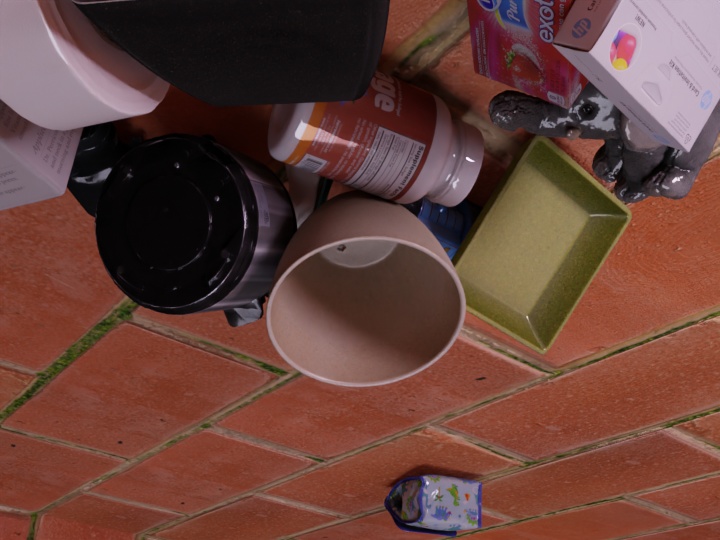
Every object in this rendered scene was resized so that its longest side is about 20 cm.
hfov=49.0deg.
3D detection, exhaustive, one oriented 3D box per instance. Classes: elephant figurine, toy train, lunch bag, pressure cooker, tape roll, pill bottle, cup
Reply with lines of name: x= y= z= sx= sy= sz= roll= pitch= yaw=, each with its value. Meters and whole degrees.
elephant figurine: x=0.234 y=-0.152 z=0.697 sx=0.140 sy=0.158 sz=0.199 roll=13 pitch=167 yaw=45
toy train: x=0.080 y=-0.042 z=0.945 sx=0.198 sy=0.088 sz=0.114 roll=23 pitch=134 yaw=-26
lunch bag: x=0.167 y=0.551 z=1.852 sx=0.167 sy=0.130 sz=0.200 roll=13 pitch=160 yaw=-20
pressure cooker: x=-0.157 y=-0.041 z=0.828 sx=0.176 sy=0.178 sz=0.200 roll=27 pitch=-174 yaw=11
tape roll: x=-0.214 y=-0.211 z=0.581 sx=0.069 sy=0.206 sz=0.203 roll=-7 pitch=147 yaw=16
pill bottle: x=0.017 y=-0.133 z=0.771 sx=0.197 sy=0.114 sz=0.112 roll=17 pitch=146 yaw=-22
cup: x=0.000 y=0.000 z=0.823 sx=0.196 sy=0.145 sz=0.203 roll=-3 pitch=131 yaw=-4

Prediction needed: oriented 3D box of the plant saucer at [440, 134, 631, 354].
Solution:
plant saucer: x=0.194 y=-0.029 z=0.903 sx=0.198 sy=0.048 sz=0.202 roll=28 pitch=96 yaw=-36

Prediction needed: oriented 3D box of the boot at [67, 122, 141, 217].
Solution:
boot: x=-0.325 y=-0.114 z=0.875 sx=0.194 sy=0.075 sz=0.163 roll=-2 pitch=154 yaw=11

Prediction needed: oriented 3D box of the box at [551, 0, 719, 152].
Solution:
box: x=0.240 y=-0.210 z=0.565 sx=0.155 sy=0.202 sz=0.041 roll=24 pitch=-174 yaw=-39

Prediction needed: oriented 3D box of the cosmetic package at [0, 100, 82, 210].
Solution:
cosmetic package: x=-0.365 y=-0.172 z=0.689 sx=0.162 sy=0.167 sz=0.201 roll=-10 pitch=145 yaw=20

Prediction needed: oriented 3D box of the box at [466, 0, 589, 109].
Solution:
box: x=0.139 y=-0.234 z=0.583 sx=0.095 sy=0.100 sz=0.201 roll=30 pitch=160 yaw=28

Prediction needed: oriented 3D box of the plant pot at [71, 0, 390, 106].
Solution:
plant pot: x=-0.069 y=-0.227 z=0.570 sx=0.195 sy=0.204 sz=0.178 roll=-1 pitch=161 yaw=6

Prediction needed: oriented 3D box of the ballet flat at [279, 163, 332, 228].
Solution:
ballet flat: x=-0.070 y=-0.074 z=0.931 sx=0.068 sy=0.070 sz=0.201 roll=7 pitch=144 yaw=-6
